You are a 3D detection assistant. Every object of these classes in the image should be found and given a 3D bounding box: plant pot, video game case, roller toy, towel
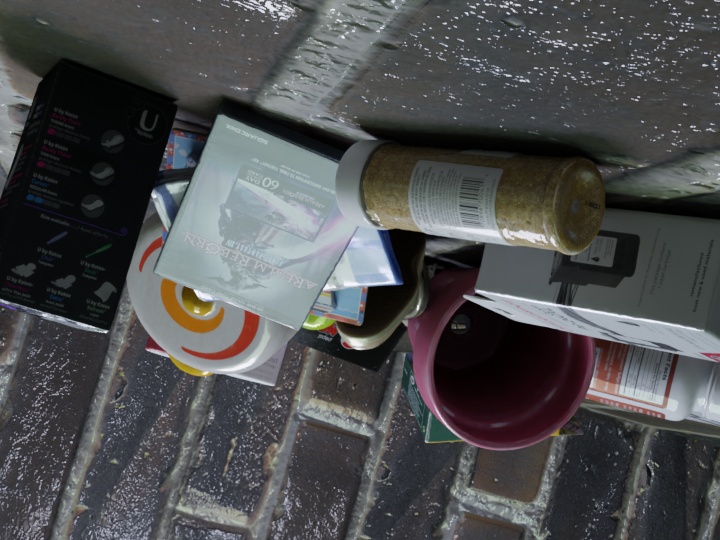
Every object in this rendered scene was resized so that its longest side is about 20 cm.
[{"bbox_3d":[0.139,0.078,1.411,0.200,0.200,0.179,18,-172,-20],"label":"plant pot"},{"bbox_3d":[-0.081,-0.039,1.050,0.143,0.019,0.200,22,133,-9],"label":"video game case"},{"bbox_3d":[-0.135,0.004,1.245,0.200,0.183,0.140,-18,-165,33],"label":"roller toy"},{"bbox_3d":[-0.075,-0.034,1.081,0.200,0.024,0.147,-4,128,19],"label":"towel"}]

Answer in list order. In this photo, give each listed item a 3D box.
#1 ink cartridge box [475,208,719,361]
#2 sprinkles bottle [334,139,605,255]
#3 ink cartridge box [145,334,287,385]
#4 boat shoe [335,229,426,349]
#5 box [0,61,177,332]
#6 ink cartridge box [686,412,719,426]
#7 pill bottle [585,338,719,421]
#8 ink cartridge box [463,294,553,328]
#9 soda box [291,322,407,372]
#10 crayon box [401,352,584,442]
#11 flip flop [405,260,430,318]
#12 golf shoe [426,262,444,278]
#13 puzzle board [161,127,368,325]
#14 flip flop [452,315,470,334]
[{"bbox_3d":[0.213,0.009,0.972,0.200,0.083,0.145,10,171,41],"label":"ink cartridge box"},{"bbox_3d":[0.074,-0.055,0.898,0.200,0.068,0.068,10,171,41],"label":"sprinkles bottle"},{"bbox_3d":[-0.144,0.019,1.448,0.085,0.200,0.146,8,170,44],"label":"ink cartridge box"},{"bbox_3d":[0.024,0.026,1.230,0.072,0.065,0.200,7,-148,11],"label":"boat shoe"},{"bbox_3d":[-0.242,-0.057,1.048,0.106,0.200,0.122,19,173,-22],"label":"box"},{"bbox_3d":[0.458,0.158,1.686,0.145,0.083,0.200,21,172,-35],"label":"ink cartridge box"},{"bbox_3d":[0.340,0.114,1.478,0.200,0.112,0.112,14,173,17],"label":"pill bottle"},{"bbox_3d":[0.214,0.021,1.202,0.200,0.067,0.116,10,171,39],"label":"ink cartridge box"},{"bbox_3d":[-0.046,0.049,1.418,0.200,0.071,0.063,24,-163,-37],"label":"soda box"},{"bbox_3d":[0.162,0.149,1.518,0.200,0.052,0.126,-1,-151,-13],"label":"crayon box"},{"bbox_3d":[0.000,0.000,1.384,0.058,0.081,0.200,-16,-148,-42],"label":"flip flop"},{"bbox_3d":[0.056,0.006,1.519,0.088,0.077,0.200,-19,152,36],"label":"golf shoe"},{"bbox_3d":[-0.084,-0.037,1.123,0.200,0.151,0.017,14,-154,11],"label":"puzzle board"},{"bbox_3d":[0.153,0.058,1.622,0.058,0.081,0.200,-3,179,-32],"label":"flip flop"}]
